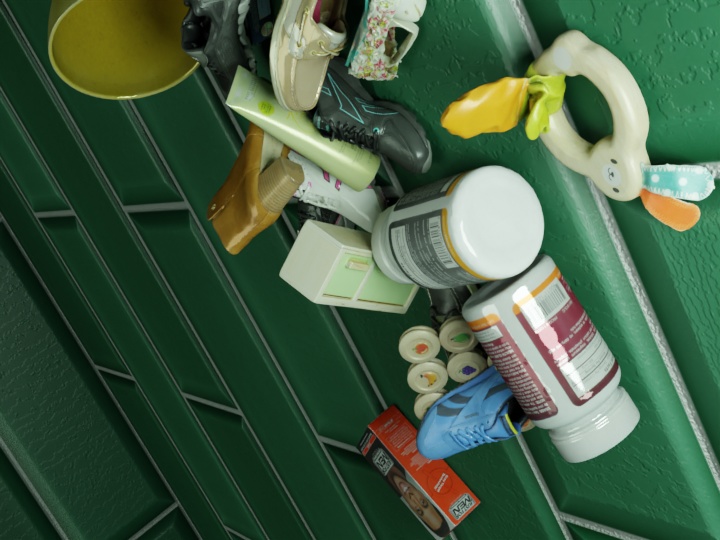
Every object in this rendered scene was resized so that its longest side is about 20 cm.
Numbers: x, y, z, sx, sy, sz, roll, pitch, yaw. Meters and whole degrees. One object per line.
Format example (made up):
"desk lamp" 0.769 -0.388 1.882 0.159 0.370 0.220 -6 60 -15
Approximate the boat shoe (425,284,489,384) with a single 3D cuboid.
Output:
"boat shoe" 0.119 0.071 1.331 0.072 0.066 0.202 5 126 57

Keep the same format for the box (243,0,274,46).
"box" -0.188 -0.379 1.335 0.200 0.038 0.137 37 150 31

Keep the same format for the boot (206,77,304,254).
"boot" -0.139 -0.129 1.335 0.144 0.070 0.202 -40 44 29

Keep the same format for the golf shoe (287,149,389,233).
"golf shoe" -0.048 -0.105 1.372 0.200 0.092 0.073 41 151 22

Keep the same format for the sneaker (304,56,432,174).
"sneaker" -0.004 -0.165 1.239 0.200 0.079 0.076 40 151 23

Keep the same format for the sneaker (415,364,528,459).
"sneaker" 0.142 0.176 1.289 0.066 0.200 0.079 37 -152 -28

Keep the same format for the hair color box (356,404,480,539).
"hair color box" 0.087 0.315 1.691 0.200 0.061 0.102 46 152 14

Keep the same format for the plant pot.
"plant pot" -0.294 -0.332 1.348 0.201 0.198 0.143 104 152 -58

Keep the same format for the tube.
"tube" -0.068 -0.164 1.280 0.199 0.052 0.058 32 179 -19

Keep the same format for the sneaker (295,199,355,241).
"sneaker" -0.054 -0.038 1.469 0.080 0.086 0.201 16 135 49

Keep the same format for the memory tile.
"memory tile" 0.133 0.135 1.316 0.017 0.152 0.201 -94 -11 -54

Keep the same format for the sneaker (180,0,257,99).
"sneaker" -0.175 -0.269 1.298 0.066 0.090 0.201 42 152 24

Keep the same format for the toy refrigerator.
"toy refrigerator" 0.000 0.000 1.300 0.070 0.076 0.199 36 -166 32

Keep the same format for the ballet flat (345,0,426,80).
"ballet flat" 0.032 -0.260 1.095 0.063 0.076 0.200 20 155 -1

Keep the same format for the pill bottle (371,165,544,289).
"pill bottle" 0.097 -0.041 1.176 0.117 0.116 0.200 58 155 -10

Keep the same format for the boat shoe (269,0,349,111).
"boat shoe" -0.046 -0.259 1.157 0.069 0.074 0.202 24 121 29

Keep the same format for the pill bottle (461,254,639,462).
"pill bottle" 0.205 0.094 1.160 0.201 0.114 0.114 57 154 -5

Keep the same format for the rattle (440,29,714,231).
"rattle" 0.190 -0.096 0.935 0.130 0.142 0.201 -38 82 46
